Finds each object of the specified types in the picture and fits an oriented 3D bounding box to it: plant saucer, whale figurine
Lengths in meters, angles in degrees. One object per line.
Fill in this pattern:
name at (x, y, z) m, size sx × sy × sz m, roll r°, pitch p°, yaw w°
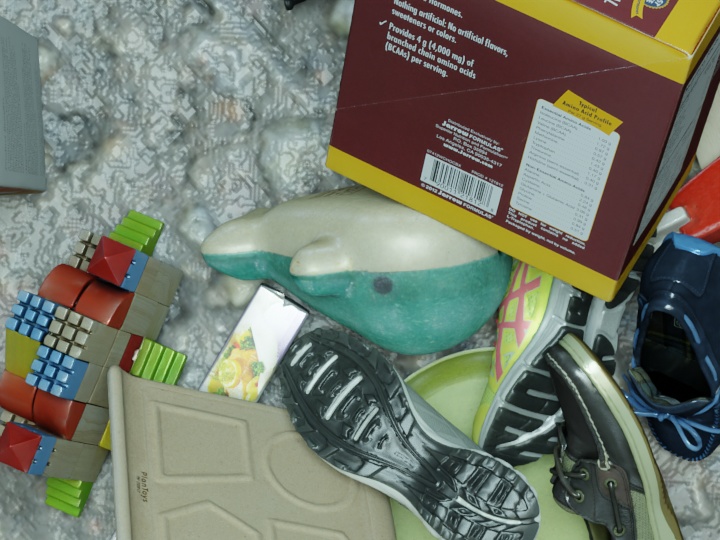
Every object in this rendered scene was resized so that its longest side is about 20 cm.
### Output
plant saucer at (0.090, 0.151, 1.409) m, size 0.199 × 0.031 × 0.201 m, roll 0°, pitch 90°, yaw -1°
whale figurine at (0.000, 0.000, 1.349) m, size 0.199 × 0.159 × 0.104 m, roll 0°, pitch 104°, yaw 25°

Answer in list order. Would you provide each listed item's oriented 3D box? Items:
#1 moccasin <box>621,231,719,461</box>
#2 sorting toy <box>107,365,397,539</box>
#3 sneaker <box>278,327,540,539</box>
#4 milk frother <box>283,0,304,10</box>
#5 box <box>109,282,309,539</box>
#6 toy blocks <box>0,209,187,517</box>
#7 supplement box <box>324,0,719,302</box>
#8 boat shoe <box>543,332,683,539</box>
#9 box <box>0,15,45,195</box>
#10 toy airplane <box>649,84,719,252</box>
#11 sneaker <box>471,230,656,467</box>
moccasin at (0.193, 0.060, 1.337) m, size 0.080 × 0.201 × 0.068 m, roll 14°, pitch 53°, yaw 26°
sorting toy at (-0.064, 0.152, 1.291) m, size 0.199 × 0.186 × 0.037 m, roll 18°, pitch 127°, yaw -24°
sneaker at (0.028, 0.115, 1.337) m, size 0.200 × 0.079 × 0.074 m, roll 40°, pitch 87°, yaw 13°
milk frother at (0.020, -0.260, 1.307) m, size 0.187 × 0.200 × 0.181 m, roll -17°, pitch 112°, yaw 0°
box at (-0.099, 0.102, 1.402) m, size 0.039 × 0.041 × 0.201 m, roll 31°, pitch 92°, yaw 0°
toy blocks at (-0.181, 0.052, 1.342) m, size 0.099 × 0.137 × 0.201 m, roll 22°, pitch 87°, yaw 14°
supplement box at (0.104, -0.128, 1.231) m, size 0.196 × 0.201 × 0.133 m, roll 26°, pitch 49°, yaw 13°
boat shoe at (0.152, 0.132, 1.332) m, size 0.065 × 0.073 × 0.201 m, roll -28°, pitch 116°, yaw -4°
box at (-0.285, -0.097, 1.316) m, size 0.151 × 0.200 × 0.107 m, roll -3°, pitch 91°, yaw 0°
toy airplane at (0.262, -0.052, 1.367) m, size 0.198 × 0.141 × 0.201 m, roll 19°, pitch 102°, yaw 37°
sneaker at (0.118, 0.031, 1.365) m, size 0.078 × 0.090 × 0.201 m, roll 16°, pitch 104°, yaw -38°
